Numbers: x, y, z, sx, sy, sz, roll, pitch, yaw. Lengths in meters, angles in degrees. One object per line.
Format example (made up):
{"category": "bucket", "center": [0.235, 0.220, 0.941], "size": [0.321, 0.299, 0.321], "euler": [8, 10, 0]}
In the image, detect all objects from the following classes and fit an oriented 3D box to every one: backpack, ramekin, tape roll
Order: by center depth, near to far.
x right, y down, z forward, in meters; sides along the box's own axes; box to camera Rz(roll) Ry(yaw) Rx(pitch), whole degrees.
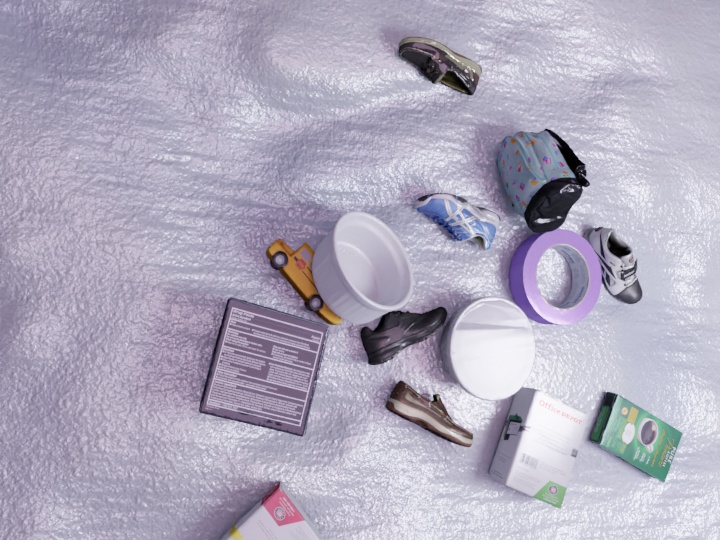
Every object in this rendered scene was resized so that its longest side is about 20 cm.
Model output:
{"category": "ramekin", "center": [0.000, 0.000, 1.077], "size": [0.197, 0.097, 0.206], "euler": [26, 48, -31]}
{"category": "ramekin", "center": [0.257, 0.159, 1.172], "size": [0.195, 0.094, 0.211], "euler": [1, 86, -13]}
{"category": "backpack", "center": [0.372, -0.204, 1.186], "size": [0.122, 0.169, 0.205], "euler": [-4, 59, -18]}
{"category": "tape roll", "center": [0.429, 0.016, 1.240], "size": [0.193, 0.066, 0.208], "euler": [1, 86, -13]}

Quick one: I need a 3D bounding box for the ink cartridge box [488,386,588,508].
{"category": "ink cartridge box", "center": [0.377, 0.369, 1.192], "size": [0.143, 0.084, 0.206], "euler": [25, 80, -11]}

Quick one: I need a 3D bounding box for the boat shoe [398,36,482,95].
{"category": "boat shoe", "center": [0.169, -0.433, 1.202], "size": [0.195, 0.072, 0.068], "euler": [15, 77, -17]}

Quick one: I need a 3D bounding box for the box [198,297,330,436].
{"category": "box", "center": [-0.178, 0.175, 1.047], "size": [0.194, 0.123, 0.205], "euler": [17, 83, -14]}

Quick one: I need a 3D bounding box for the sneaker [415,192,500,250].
{"category": "sneaker", "center": [0.204, -0.105, 1.186], "size": [0.194, 0.076, 0.080], "euler": [17, 78, -11]}

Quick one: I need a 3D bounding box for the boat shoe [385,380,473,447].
{"category": "boat shoe", "center": [0.152, 0.289, 1.149], "size": [0.198, 0.075, 0.077], "euler": [29, 74, -10]}

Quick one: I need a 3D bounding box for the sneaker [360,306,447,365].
{"category": "sneaker", "center": [0.089, 0.113, 1.147], "size": [0.195, 0.076, 0.093], "euler": [-26, 85, -17]}

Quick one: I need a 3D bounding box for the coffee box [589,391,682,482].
{"category": "coffee box", "center": [0.624, 0.377, 1.274], "size": [0.196, 0.044, 0.126], "euler": [28, 81, -10]}

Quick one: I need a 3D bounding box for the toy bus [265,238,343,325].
{"category": "toy bus", "center": [-0.099, 0.018, 1.107], "size": [0.078, 0.065, 0.201], "euler": [-41, 96, -13]}

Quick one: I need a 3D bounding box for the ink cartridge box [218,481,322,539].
{"category": "ink cartridge box", "center": [-0.179, 0.522, 1.037], "size": [0.199, 0.083, 0.146], "euler": [-40, 88, -13]}

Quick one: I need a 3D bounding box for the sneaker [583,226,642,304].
{"category": "sneaker", "center": [0.587, -0.009, 1.270], "size": [0.074, 0.088, 0.202], "euler": [-39, 97, -14]}
